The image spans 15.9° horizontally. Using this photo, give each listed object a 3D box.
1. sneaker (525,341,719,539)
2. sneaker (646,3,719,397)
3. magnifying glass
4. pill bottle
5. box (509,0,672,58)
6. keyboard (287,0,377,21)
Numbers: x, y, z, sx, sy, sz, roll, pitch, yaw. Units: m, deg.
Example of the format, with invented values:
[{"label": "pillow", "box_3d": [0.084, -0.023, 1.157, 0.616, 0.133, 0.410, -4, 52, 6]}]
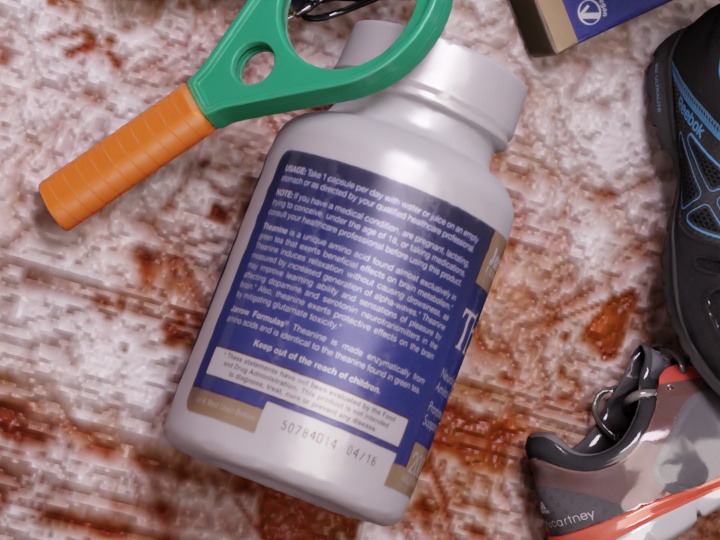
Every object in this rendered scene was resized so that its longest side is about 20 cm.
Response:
[{"label": "sneaker", "box_3d": [0.165, 0.064, 1.197, 0.200, 0.077, 0.082, -27, 94, -20]}, {"label": "sneaker", "box_3d": [0.178, -0.029, 1.169, 0.073, 0.082, 0.200, -6, 74, -21]}, {"label": "magnifying glass", "box_3d": [-0.049, -0.081, 1.089, 0.200, 0.022, 0.080, -33, 61, 8]}, {"label": "pill bottle", "box_3d": [0.000, 0.000, 1.108, 0.111, 0.111, 0.200, 24, 82, -20]}, {"label": "box", "box_3d": [0.147, -0.193, 1.209, 0.200, 0.032, 0.121, -26, 99, -21]}, {"label": "keyboard", "box_3d": [-0.020, -0.157, 1.139, 0.200, 0.040, 0.104, -11, 83, -10]}]
